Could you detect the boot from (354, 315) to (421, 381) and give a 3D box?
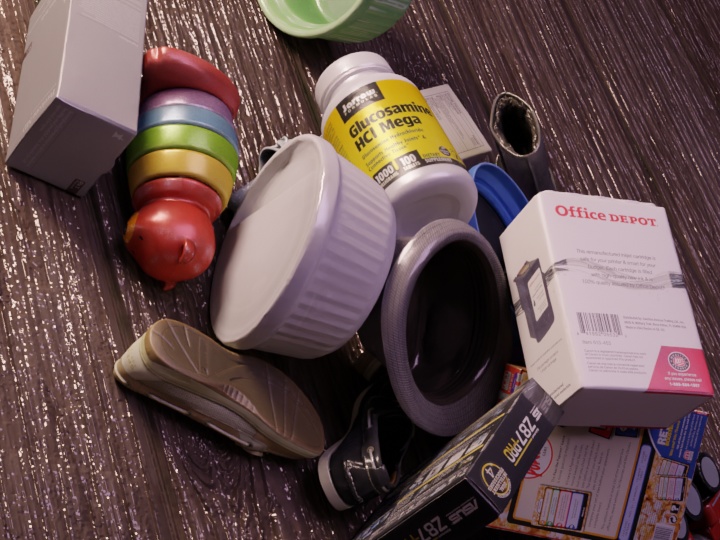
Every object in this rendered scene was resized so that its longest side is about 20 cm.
[{"bbox_3d":[0.000,0.000,1.322,0.154,0.072,0.201,30,62,-2],"label":"boot"}]

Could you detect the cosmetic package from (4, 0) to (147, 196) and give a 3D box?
[{"bbox_3d":[-0.257,-0.180,1.196,0.090,0.107,0.201,26,41,-28],"label":"cosmetic package"}]

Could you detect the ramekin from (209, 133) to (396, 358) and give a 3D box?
[{"bbox_3d":[-0.048,-0.014,1.179,0.094,0.202,0.203,23,44,-25],"label":"ramekin"}]

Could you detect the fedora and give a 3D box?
[{"bbox_3d":[0.058,0.047,1.213,0.177,0.090,0.201,-40,126,-34],"label":"fedora"}]

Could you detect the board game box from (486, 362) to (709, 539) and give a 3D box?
[{"bbox_3d":[0.218,0.184,1.242,0.199,0.046,0.152,14,91,-13],"label":"board game box"}]

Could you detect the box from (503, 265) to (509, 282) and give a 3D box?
[{"bbox_3d":[0.231,0.044,1.362,0.201,0.046,0.159,58,28,-12],"label":"box"}]

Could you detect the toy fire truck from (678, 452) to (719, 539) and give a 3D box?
[{"bbox_3d":[0.367,0.316,1.396,0.176,0.128,0.201,-32,94,-53],"label":"toy fire truck"}]

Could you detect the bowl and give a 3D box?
[{"bbox_3d":[0.151,-0.013,1.363,0.201,0.039,0.201,44,34,-40],"label":"bowl"}]

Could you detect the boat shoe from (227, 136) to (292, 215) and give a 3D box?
[{"bbox_3d":[-0.072,-0.102,1.342,0.072,0.070,0.201,46,38,-6],"label":"boat shoe"}]

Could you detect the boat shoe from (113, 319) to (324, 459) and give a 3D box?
[{"bbox_3d":[-0.118,0.114,1.132,0.200,0.063,0.073,31,36,-32],"label":"boat shoe"}]

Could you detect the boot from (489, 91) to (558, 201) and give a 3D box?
[{"bbox_3d":[0.186,-0.137,1.542,0.200,0.072,0.182,51,8,-49],"label":"boot"}]

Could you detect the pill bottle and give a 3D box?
[{"bbox_3d":[0.028,-0.122,1.296,0.112,0.113,0.201,9,41,-40],"label":"pill bottle"}]

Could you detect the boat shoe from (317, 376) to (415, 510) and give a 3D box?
[{"bbox_3d":[0.026,0.153,1.211,0.072,0.067,0.200,58,26,-10],"label":"boat shoe"}]

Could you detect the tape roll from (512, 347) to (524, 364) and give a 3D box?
[{"bbox_3d":[0.143,0.005,1.470,0.199,0.066,0.201,26,43,-27],"label":"tape roll"}]

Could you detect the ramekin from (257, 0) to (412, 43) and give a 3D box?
[{"bbox_3d":[-0.022,-0.362,1.518,0.097,0.200,0.201,6,54,-51],"label":"ramekin"}]

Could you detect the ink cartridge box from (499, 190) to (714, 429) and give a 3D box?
[{"bbox_3d":[0.224,0.037,1.205,0.144,0.084,0.201,5,59,-23],"label":"ink cartridge box"}]

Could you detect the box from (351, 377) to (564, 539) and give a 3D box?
[{"bbox_3d":[0.071,0.193,1.125,0.049,0.200,0.161,45,36,-1],"label":"box"}]

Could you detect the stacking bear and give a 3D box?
[{"bbox_3d":[-0.170,-0.083,1.205,0.113,0.121,0.201,16,57,-26],"label":"stacking bear"}]

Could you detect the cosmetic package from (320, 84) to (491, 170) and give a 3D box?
[{"bbox_3d":[0.052,-0.143,1.500,0.200,0.073,0.104,-20,74,-51],"label":"cosmetic package"}]
